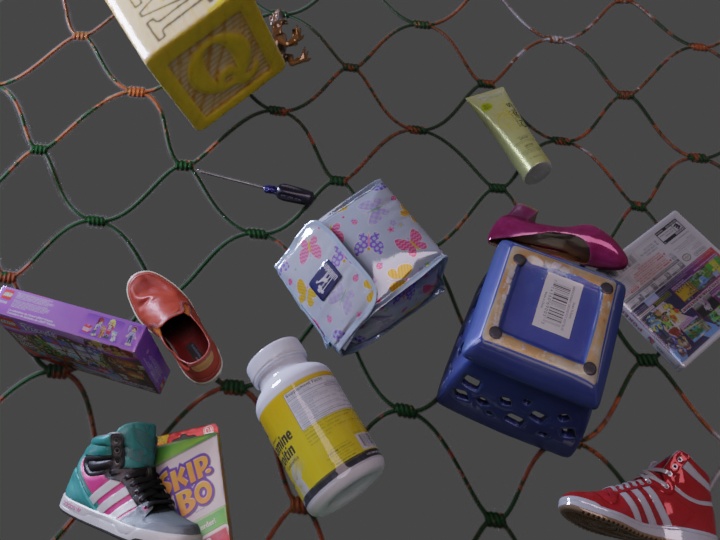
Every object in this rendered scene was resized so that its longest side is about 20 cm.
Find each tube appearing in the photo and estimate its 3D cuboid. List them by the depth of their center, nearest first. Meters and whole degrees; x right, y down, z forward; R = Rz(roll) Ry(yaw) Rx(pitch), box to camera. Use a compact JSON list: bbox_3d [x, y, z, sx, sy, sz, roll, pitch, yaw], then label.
[{"bbox_3d":[0.250,-0.233,1.142,0.057,0.052,0.203,13,43,-43],"label":"tube"}]

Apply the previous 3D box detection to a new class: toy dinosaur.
[{"bbox_3d":[-0.148,-0.382,1.219,0.104,0.061,0.204,-6,55,26],"label":"toy dinosaur"}]

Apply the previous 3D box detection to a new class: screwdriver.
[{"bbox_3d":[-0.168,-0.133,1.084,0.194,0.029,0.028,12,60,9],"label":"screwdriver"}]

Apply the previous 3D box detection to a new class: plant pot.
[{"bbox_3d":[0.225,0.091,0.877,0.195,0.181,0.203,20,61,11],"label":"plant pot"}]

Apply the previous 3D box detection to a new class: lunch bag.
[{"bbox_3d":[0.000,0.000,0.955,0.198,0.128,0.171,-33,64,-12],"label":"lunch bag"}]

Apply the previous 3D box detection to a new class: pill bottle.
[{"bbox_3d":[-0.063,0.188,0.849,0.110,0.113,0.202,-27,64,-17],"label":"pill bottle"}]

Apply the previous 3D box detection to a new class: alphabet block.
[{"bbox_3d":[-0.269,-0.396,1.111,0.195,0.196,0.202,-36,64,-1],"label":"alphabet block"}]

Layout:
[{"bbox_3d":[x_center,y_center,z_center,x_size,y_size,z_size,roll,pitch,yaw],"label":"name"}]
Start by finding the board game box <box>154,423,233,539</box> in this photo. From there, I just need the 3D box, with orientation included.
[{"bbox_3d":[-0.209,0.291,0.836,0.093,0.030,0.204,-11,59,-8],"label":"board game box"}]

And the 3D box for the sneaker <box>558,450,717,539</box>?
[{"bbox_3d":[0.340,0.270,0.840,0.194,0.072,0.115,15,64,-2],"label":"sneaker"}]

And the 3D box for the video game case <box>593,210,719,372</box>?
[{"bbox_3d":[0.471,0.024,1.015,0.197,0.023,0.183,-31,66,-19],"label":"video game case"}]

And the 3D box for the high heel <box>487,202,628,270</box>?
[{"bbox_3d":[0.288,-0.033,1.006,0.198,0.068,0.096,32,54,24],"label":"high heel"}]

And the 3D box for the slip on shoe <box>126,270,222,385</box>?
[{"bbox_3d":[-0.259,0.069,0.941,0.073,0.062,0.200,-35,65,-18],"label":"slip on shoe"}]

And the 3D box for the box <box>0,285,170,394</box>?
[{"bbox_3d":[-0.356,0.093,0.880,0.194,0.138,0.040,14,59,7],"label":"box"}]

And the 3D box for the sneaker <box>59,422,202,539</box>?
[{"bbox_3d":[-0.256,0.244,0.802,0.195,0.084,0.124,10,77,23],"label":"sneaker"}]
